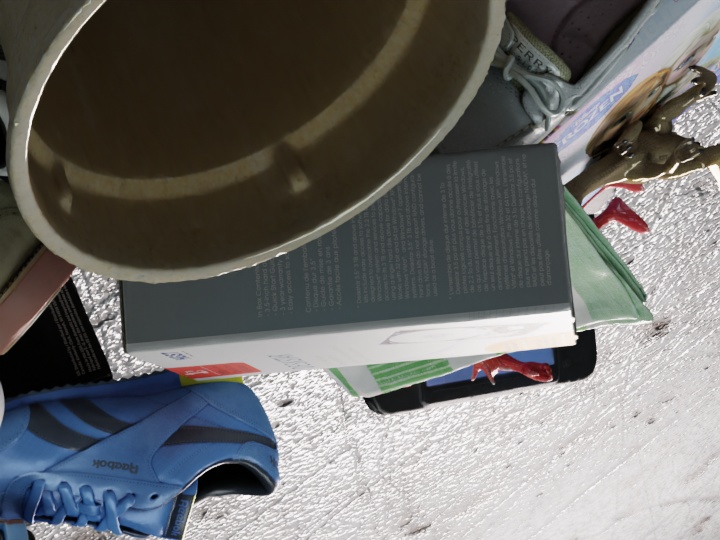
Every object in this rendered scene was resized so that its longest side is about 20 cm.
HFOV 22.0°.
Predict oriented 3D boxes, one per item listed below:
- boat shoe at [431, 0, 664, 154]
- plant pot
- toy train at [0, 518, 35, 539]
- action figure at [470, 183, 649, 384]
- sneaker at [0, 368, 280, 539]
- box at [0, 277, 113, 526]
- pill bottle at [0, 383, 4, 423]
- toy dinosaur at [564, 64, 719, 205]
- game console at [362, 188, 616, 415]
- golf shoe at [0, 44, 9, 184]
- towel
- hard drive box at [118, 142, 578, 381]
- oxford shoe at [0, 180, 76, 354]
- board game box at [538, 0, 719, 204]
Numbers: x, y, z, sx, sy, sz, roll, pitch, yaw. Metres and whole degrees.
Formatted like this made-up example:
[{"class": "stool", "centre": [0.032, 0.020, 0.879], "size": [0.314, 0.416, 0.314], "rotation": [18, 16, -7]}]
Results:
[{"class": "boat shoe", "centre": [0.100, -0.124, 0.909], "size": [0.202, 0.075, 0.065], "rotation": [-42, 178, -5]}, {"class": "plant pot", "centre": [-0.072, -0.131, 0.723], "size": [0.199, 0.184, 0.201], "rotation": [-22, 148, -14]}, {"class": "toy train", "centre": [-0.214, 0.173, 0.922], "size": [0.114, 0.087, 0.199], "rotation": [-5, 167, -45]}, {"class": "action figure", "centre": [0.108, 0.023, 1.138], "size": [0.199, 0.099, 0.065], "rotation": [-34, 140, -12]}, {"class": "sneaker", "centre": [-0.130, 0.102, 0.933], "size": [0.199, 0.079, 0.066], "rotation": [-10, 151, -31]}, {"class": "box", "centre": [-0.243, 0.075, 0.999], "size": [0.199, 0.125, 0.149], "rotation": [-19, 152, -16]}, {"class": "pill bottle", "centre": [-0.232, 0.034, 0.854], "size": [0.110, 0.201, 0.111], "rotation": [-22, 153, -11]}, {"class": "toy dinosaur", "centre": [0.174, -0.070, 1.062], "size": [0.199, 0.059, 0.101], "rotation": [-17, 168, -46]}, {"class": "game console", "centre": [0.103, -0.003, 1.197], "size": [0.199, 0.177, 0.116], "rotation": [-6, -178, -35]}, {"class": "golf shoe", "centre": [-0.120, -0.065, 0.815], "size": [0.198, 0.095, 0.078], "rotation": [5, 126, 0]}, {"class": "towel", "centre": [0.043, 0.010, 1.024], "size": [0.199, 0.024, 0.153], "rotation": [-16, 140, 28]}, {"class": "hard drive box", "centre": [0.000, 0.000, 0.872], "size": [0.198, 0.077, 0.156], "rotation": [-5, 172, 8]}, {"class": "oxford shoe", "centre": [-0.153, -0.043, 0.872], "size": [0.071, 0.074, 0.200], "rotation": [-44, -166, 29]}, {"class": "board game box", "centre": [0.158, -0.116, 1.042], "size": [0.200, 0.041, 0.200], "rotation": [-43, 166, 1]}]
